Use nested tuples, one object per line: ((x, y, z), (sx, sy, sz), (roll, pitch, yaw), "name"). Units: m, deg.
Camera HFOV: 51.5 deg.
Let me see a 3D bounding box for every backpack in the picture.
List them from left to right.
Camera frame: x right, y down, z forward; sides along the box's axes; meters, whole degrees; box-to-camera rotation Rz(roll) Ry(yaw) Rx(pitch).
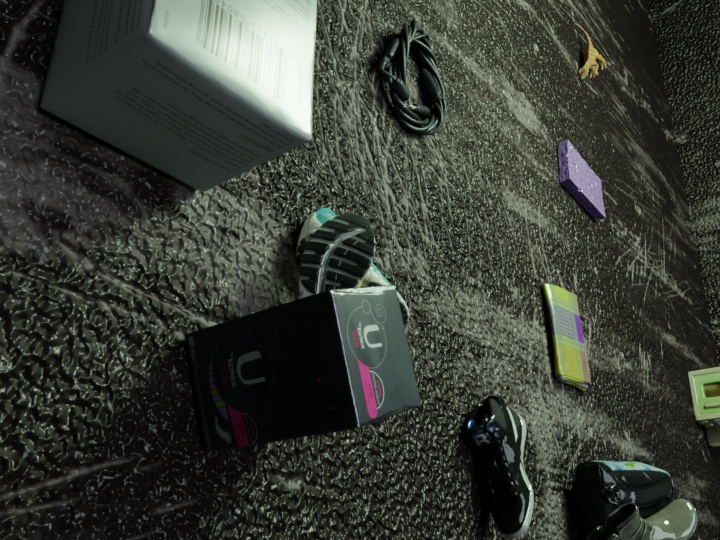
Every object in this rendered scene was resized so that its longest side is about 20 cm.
((0.484, 0.418, 1.363), (0.198, 0.154, 0.165), (-1, 85, -17), "backpack")

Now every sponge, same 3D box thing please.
((0.531, -0.214, 1.792), (0.200, 0.030, 0.112), (33, 51, -42), "sponge")

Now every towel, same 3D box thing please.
((0.411, 0.133, 1.491), (0.143, 0.023, 0.202), (19, 61, -48), "towel")

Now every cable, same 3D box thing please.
((0.099, -0.322, 1.240), (0.163, 0.051, 0.201), (51, 40, -28), "cable")

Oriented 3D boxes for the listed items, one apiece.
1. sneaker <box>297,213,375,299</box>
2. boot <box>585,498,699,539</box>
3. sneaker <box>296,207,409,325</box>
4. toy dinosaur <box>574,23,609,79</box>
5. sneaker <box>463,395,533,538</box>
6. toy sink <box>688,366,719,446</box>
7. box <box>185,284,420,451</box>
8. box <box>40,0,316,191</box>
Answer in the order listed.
((-0.038, 0.030, 0.864), (0.090, 0.078, 0.201), (87, 23, -76), "sneaker")
((0.475, 0.431, 1.246), (0.200, 0.068, 0.131), (-38, 120, -9), "boot")
((0.000, 0.000, 0.956), (0.200, 0.077, 0.080), (50, 32, -28), "sneaker")
((0.645, -0.603, 2.082), (0.106, 0.060, 0.201), (41, 46, -34), "toy dinosaur")
((0.195, 0.282, 1.105), (0.112, 0.073, 0.201), (40, 39, -33), "sneaker")
((1.021, 0.383, 2.112), (0.112, 0.130, 0.202), (28, 56, -44), "toy sink")
((-0.060, 0.096, 0.722), (0.106, 0.199, 0.123), (-2, 77, -54), "box")
((-0.168, -0.222, 0.735), (0.198, 0.170, 0.202), (27, 55, -45), "box")
